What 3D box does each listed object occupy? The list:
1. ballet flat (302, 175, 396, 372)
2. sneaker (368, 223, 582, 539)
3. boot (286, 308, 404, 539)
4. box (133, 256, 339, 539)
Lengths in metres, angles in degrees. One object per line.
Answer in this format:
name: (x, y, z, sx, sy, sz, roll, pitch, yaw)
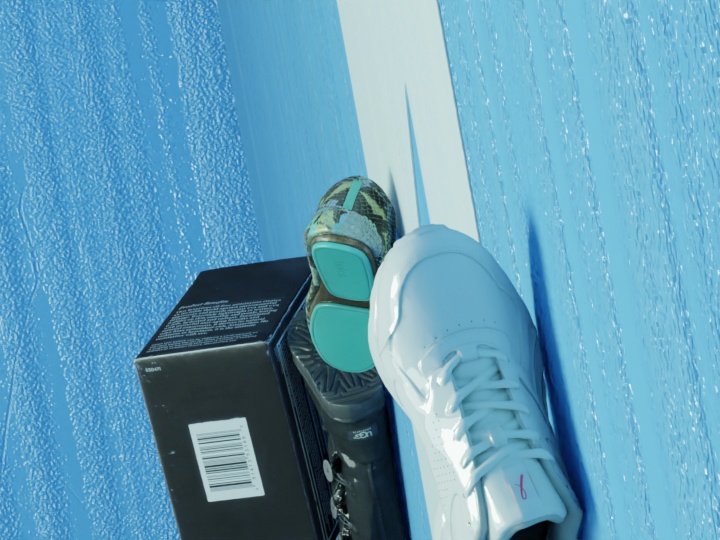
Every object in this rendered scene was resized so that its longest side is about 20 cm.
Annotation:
ballet flat: (0.000, 0.000, 1.954, 0.200, 0.074, 0.075, 93, 166, -64)
sneaker: (0.063, 0.077, 1.303, 0.099, 0.077, 0.201, -139, 30, -72)
boot: (-0.004, 0.145, 2.287, 0.165, 0.065, 0.201, -105, 2, -59)
box: (-0.083, 0.119, 2.372, 0.198, 0.122, 0.201, -56, -44, -65)
